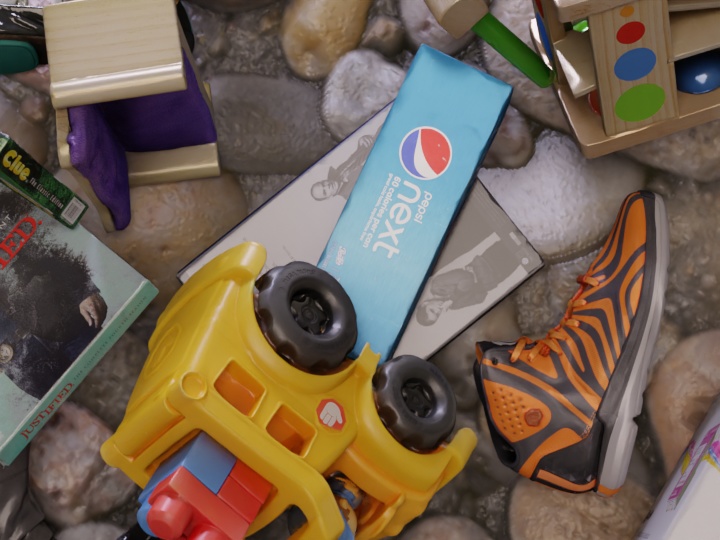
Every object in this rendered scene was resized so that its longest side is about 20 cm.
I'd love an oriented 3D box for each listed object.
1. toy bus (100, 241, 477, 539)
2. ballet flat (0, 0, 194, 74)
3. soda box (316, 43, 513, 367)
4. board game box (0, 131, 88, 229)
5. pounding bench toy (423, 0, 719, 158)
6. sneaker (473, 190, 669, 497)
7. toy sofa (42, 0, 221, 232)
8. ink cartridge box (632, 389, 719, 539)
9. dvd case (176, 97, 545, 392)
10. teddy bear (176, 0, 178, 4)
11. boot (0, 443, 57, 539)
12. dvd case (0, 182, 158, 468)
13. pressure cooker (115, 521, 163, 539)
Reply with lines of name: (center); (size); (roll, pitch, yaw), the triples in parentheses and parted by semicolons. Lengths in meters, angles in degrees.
toy bus: (-0.051, 0.116, 1.148); (0.200, 0.136, 0.193); (39, 43, -13)
ballet flat: (-0.210, -0.164, 1.296); (0.198, 0.068, 0.069); (2, 74, -8)
soda box: (0.026, -0.037, 1.245); (0.067, 0.064, 0.202); (25, 86, 4)
board game box: (-0.267, -0.097, 1.231); (0.199, 0.105, 0.024); (31, 80, 29)
pounding bench toy: (0.140, -0.159, 1.228); (0.198, 0.157, 0.125); (-17, 51, 0)
sneaker: (0.133, 0.039, 1.251); (0.111, 0.078, 0.202); (12, 84, 2)
toy sofa: (-0.138, -0.095, 1.214); (0.082, 0.200, 0.099); (-8, 77, 0)
ink cartridge box: (0.238, 0.141, 1.202); (0.084, 0.145, 0.201); (30, 85, 5)
dvd case: (0.000, 0.000, 1.287); (0.199, 0.025, 0.151); (-38, 84, -2)
teddy bear: (-0.126, -0.231, 1.278); (0.143, 0.067, 0.202); (13, 57, -10)
boot: (-0.222, 0.149, 1.263); (0.132, 0.070, 0.200); (44, 98, 3)
dvd case: (-0.240, 0.014, 1.246); (0.200, 0.022, 0.146); (37, 82, 34)
pressure cooker: (-0.104, 0.263, 1.184); (0.176, 0.179, 0.200); (-43, 83, -6)
